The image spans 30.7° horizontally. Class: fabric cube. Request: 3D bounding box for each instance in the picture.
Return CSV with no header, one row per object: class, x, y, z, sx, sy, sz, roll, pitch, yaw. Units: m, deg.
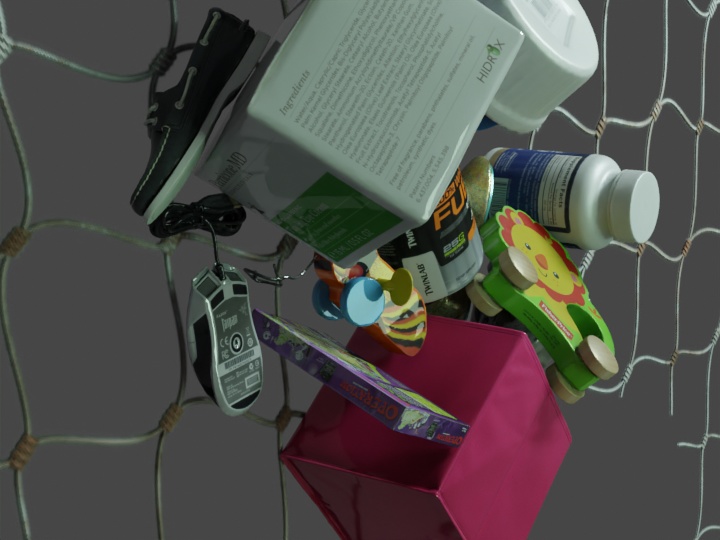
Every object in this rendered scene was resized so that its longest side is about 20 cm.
fabric cube,0.075,0.184,1.351,0.200,0.196,0.200,-59,140,-30

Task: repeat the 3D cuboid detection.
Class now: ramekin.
ramekin,0.162,-0.256,1.391,0.200,0.098,0.201,32,40,-31

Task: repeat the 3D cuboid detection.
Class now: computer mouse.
computer mouse,-0.133,0.032,1.162,0.110,0.044,0.201,-24,110,-56

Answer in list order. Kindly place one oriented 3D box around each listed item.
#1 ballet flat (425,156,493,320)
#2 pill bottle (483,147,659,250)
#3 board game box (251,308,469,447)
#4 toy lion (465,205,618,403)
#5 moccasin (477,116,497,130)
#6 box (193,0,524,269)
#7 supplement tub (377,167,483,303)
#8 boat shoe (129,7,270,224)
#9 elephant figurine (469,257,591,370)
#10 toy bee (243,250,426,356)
ballet flat,0.102,-0.037,1.468,0.071,0.071,0.201,20,78,-54
pill bottle,0.239,-0.083,1.527,0.111,0.200,0.111,-16,110,-53
board game box,-0.004,0.100,1.221,0.032,0.200,0.120,-59,143,0
toy lion,0.201,0.023,1.416,0.200,0.069,0.192,48,28,-1
moccasin,0.125,-0.192,1.465,0.200,0.068,0.081,-3,107,-53
box,-0.006,-0.139,1.108,0.171,0.199,0.200,33,70,-11
supplement tub,0.044,-0.075,1.321,0.123,0.122,0.200,-52,135,-36
boat shoe,-0.147,-0.131,1.095,0.060,0.076,0.200,31,64,-8
elephant figurine,0.171,0.066,1.526,0.200,0.141,0.155,-48,119,-47
toy bee,0.000,0.000,1.261,0.200,0.131,0.109,37,74,-54
